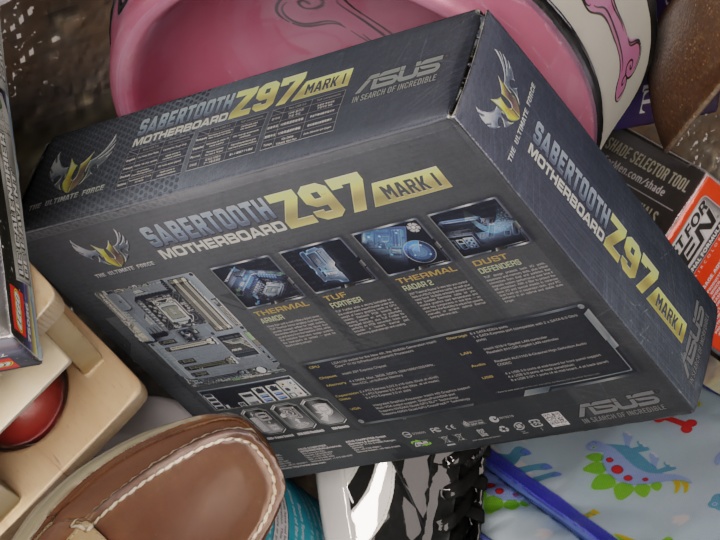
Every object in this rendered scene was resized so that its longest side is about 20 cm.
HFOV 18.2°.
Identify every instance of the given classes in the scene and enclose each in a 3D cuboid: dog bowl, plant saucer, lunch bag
[{"bbox_3d":[0.000,-0.073,0.788,0.201,0.199,0.074,57,38,-41],"label":"dog bowl"},{"bbox_3d":[0.166,-0.132,0.837,0.201,0.037,0.200,-49,175,-6],"label":"plant saucer"},{"bbox_3d":[0.116,0.117,0.982,0.160,0.200,0.083,-25,127,-25],"label":"lunch bag"}]

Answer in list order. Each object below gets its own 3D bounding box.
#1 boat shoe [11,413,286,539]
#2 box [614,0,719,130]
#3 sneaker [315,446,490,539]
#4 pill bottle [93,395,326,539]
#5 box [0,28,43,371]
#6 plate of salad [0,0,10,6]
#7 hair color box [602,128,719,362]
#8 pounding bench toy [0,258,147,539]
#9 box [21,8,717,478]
[{"bbox_3d":[-0.097,0.126,0.737,0.200,0.072,0.076,-44,106,-15],"label":"boat shoe"},{"bbox_3d":[0.084,-0.159,0.895,0.140,0.079,0.202,-11,119,-30],"label":"box"},{"bbox_3d":[0.040,0.063,0.895,0.073,0.111,0.202,-10,84,-66],"label":"sneaker"},{"bbox_3d":[-0.047,0.142,0.931,0.111,0.111,0.200,-51,133,-3],"label":"pill bottle"},{"bbox_3d":[-0.199,-0.025,0.653,0.198,0.138,0.040,-11,165,3],"label":"box"},{"bbox_3d":[-0.159,-0.175,0.710,0.198,0.048,0.202,-4,98,-25],"label":"plate of salad"},{"bbox_3d":[0.161,0.003,1.024,0.200,0.101,0.061,33,92,-42],"label":"hair color box"},{"bbox_3d":[-0.190,0.005,0.746,0.124,0.200,0.156,-45,165,-6],"label":"pounding bench toy"},{"bbox_3d":[0.000,0.000,0.779,0.158,0.199,0.051,46,46,-34],"label":"box"}]
